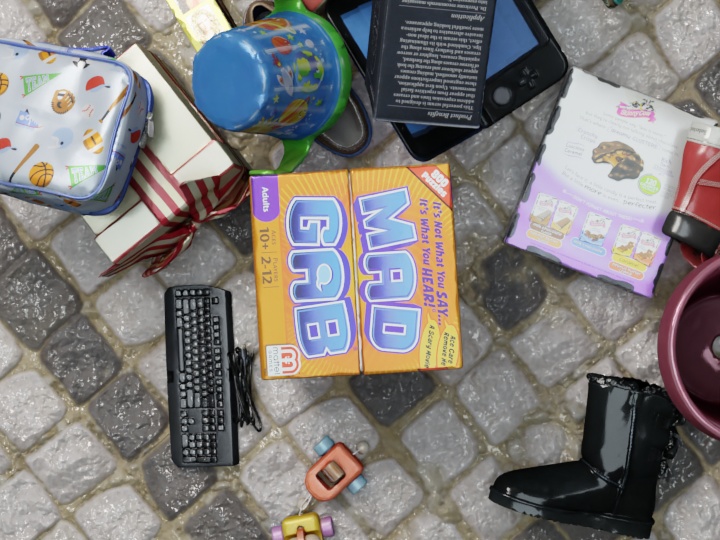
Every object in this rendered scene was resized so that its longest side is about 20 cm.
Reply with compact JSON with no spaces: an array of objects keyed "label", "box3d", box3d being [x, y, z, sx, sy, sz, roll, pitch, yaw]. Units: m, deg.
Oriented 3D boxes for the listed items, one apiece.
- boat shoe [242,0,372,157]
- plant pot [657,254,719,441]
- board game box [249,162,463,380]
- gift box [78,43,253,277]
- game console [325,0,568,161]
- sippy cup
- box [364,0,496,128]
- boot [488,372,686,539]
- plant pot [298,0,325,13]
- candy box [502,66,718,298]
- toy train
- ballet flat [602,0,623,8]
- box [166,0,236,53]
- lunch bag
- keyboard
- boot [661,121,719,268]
[{"label":"boat shoe","box3d":[-0.063,-0.205,1.550,0.072,0.072,0.200,-41,88,3]},{"label":"plant pot","box3d":[0.390,0.080,1.468,0.198,0.179,0.202,0,86,-2]},{"label":"board game box","box3d":[0.000,0.000,1.484,0.198,0.200,0.202,-4,91,3]},{"label":"gift box","box3d":[-0.230,-0.104,1.502,0.184,0.200,0.187,-39,90,8]},{"label":"game console","box3d":[0.093,-0.245,1.513,0.170,0.118,0.201,-32,89,24]},{"label":"sippy cup","box3d":[-0.098,-0.194,1.450,0.139,0.130,0.179,-39,79,32]},{"label":"box","box3d":[0.068,-0.255,1.394,0.106,0.149,0.202,5,111,-6]},{"label":"boot","box3d":[0.246,0.190,1.537,0.196,0.073,0.164,12,93,-4]},{"label":"plant pot","box3d":[-0.068,-0.379,1.500,0.177,0.200,0.201,42,93,-8]},{"label":"candy box","box3d":[0.265,-0.093,1.533,0.167,0.072,0.201,21,92,3]},{"label":"toy train","box3d":[-0.012,0.289,1.560,0.150,0.056,0.200,-38,88,3]},{"label":"ballet flat","box3d":[0.258,-0.382,1.542,0.074,0.074,0.202,7,89,3]},{"label":"box","box3d":[-0.193,-0.315,1.557,0.050,0.075,0.201,-31,90,5]},{"label":"lunch bag","box3d":[-0.300,-0.145,1.399,0.198,0.076,0.162,13,81,16]},{"label":"keyboard","box3d":[-0.165,0.116,1.576,0.103,0.040,0.202,-3,91,4]},{"label":"boot","box3d":[0.403,-0.064,1.501,0.199,0.072,0.145,11,98,-30]}]
